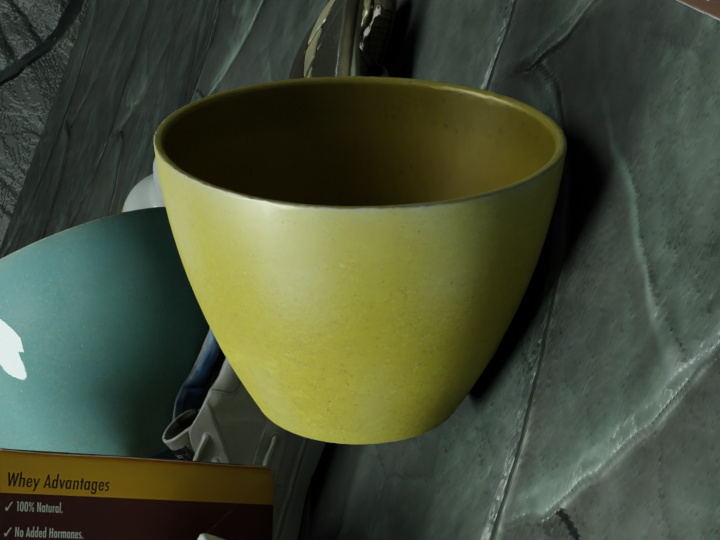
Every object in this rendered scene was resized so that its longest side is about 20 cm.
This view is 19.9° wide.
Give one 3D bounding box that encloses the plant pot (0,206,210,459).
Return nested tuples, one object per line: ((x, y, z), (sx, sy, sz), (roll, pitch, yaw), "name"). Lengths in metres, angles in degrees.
((-0.162, 0.068, 1.276), (0.135, 0.199, 0.200), (64, 147, 13), "plant pot")

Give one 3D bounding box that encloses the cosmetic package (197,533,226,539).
((-0.029, 0.198, 0.973), (0.200, 0.101, 0.074), (-138, 69, -74), "cosmetic package")

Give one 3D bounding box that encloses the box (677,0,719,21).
((0.186, -0.177, 0.778), (0.200, 0.075, 0.101), (-34, 38, 61), "box")

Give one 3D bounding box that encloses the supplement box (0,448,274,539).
((-0.164, 0.199, 1.093), (0.132, 0.197, 0.201), (-6, 79, 47), "supplement box")

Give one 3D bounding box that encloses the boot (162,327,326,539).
((-0.081, 0.120, 1.219), (0.073, 0.095, 0.201), (6, 75, 58), "boot")

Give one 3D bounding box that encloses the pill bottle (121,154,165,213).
((-0.123, 0.000, 1.451), (0.117, 0.116, 0.201), (-93, 21, -53), "pill bottle")

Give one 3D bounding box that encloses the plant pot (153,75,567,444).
((0.000, 0.000, 1.013), (0.200, 0.199, 0.143), (-111, 19, -66), "plant pot")

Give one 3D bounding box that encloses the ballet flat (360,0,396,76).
((-0.030, -0.117, 1.443), (0.068, 0.046, 0.201), (-90, 25, -54), "ballet flat")

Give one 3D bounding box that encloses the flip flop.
((-0.002, -0.097, 1.331), (0.081, 0.057, 0.201), (-46, 43, 43), "flip flop")
